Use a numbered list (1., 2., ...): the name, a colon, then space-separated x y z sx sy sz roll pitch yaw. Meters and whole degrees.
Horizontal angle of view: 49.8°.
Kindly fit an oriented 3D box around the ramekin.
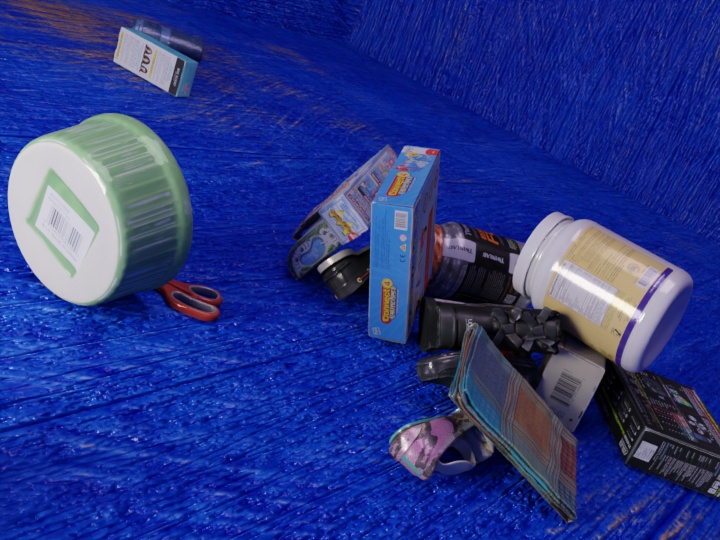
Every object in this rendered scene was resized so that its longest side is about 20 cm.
1. ramekin: -0.287 -0.061 0.841 0.197 0.204 0.097 30 30 19

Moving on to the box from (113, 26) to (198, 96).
1. box: -0.464 -0.471 1.752 0.197 0.084 0.049 31 22 18

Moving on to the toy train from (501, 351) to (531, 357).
1. toy train: 0.206 0.121 1.105 0.034 0.047 0.198 33 23 26

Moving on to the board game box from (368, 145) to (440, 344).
1. board game box: 0.062 -0.041 1.075 0.054 0.204 0.197 8 30 12

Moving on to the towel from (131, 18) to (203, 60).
1. towel: -0.521 -0.629 2.104 0.196 0.049 0.112 15 24 -21

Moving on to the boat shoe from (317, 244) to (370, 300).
1. boat shoe: -0.002 0.002 1.157 0.064 0.073 0.201 56 19 4

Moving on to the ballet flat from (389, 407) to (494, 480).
1. ballet flat: 0.108 0.183 0.852 0.198 0.069 0.072 -12 57 -51

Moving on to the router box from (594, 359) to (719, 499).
1. router box: 0.421 0.213 1.084 0.147 0.063 0.201 20 22 -5

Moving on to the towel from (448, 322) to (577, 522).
1. towel: 0.180 0.166 0.875 0.200 0.022 0.147 47 30 -10

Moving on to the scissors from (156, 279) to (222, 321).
1. scissors: -0.257 0.009 0.945 0.196 0.014 0.073 25 24 -1

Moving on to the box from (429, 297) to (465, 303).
1. box: 0.185 0.079 1.189 0.196 0.039 0.042 10 23 -30

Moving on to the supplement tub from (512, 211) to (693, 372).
1. supplement tub: 0.316 0.023 1.026 0.198 0.148 0.144 34 24 31

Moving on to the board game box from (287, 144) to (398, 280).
1. board game box: -0.028 -0.080 1.124 0.062 0.199 0.200 49 19 -8

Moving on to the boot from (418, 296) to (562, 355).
1. boot: 0.165 0.074 1.022 0.158 0.075 0.198 2 -2 -7

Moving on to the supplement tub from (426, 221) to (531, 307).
1. supplement tub: 0.184 -0.006 1.271 0.196 0.125 0.123 14 23 -21

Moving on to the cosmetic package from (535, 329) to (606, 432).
1. cosmetic package: 0.299 0.130 1.100 0.072 0.105 0.200 25 21 11

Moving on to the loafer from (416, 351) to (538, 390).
1. loafer: 0.152 0.140 0.969 0.197 0.072 0.067 10 -17 -37
